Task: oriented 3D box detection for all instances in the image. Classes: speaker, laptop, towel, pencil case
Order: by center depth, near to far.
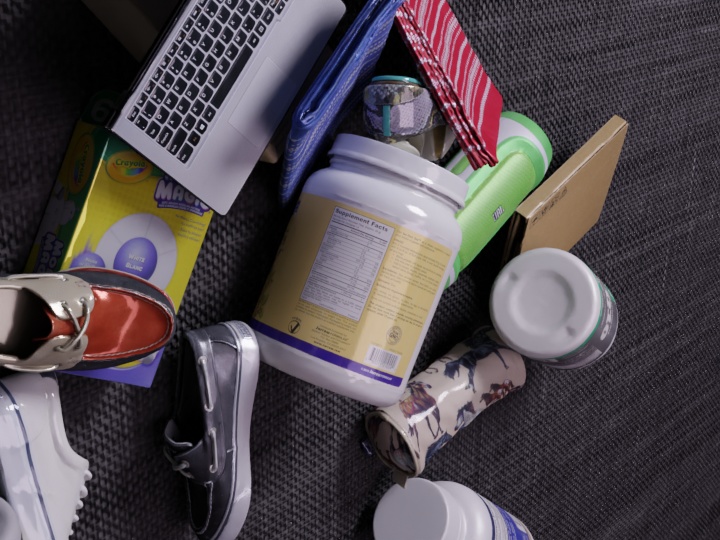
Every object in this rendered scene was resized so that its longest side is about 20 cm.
[{"bbox_3d":[-0.068,-0.145,0.695,0.200,0.116,0.188,41,76,-49],"label":"laptop"},{"bbox_3d":[-0.017,-0.133,0.848,0.145,0.024,0.200,-58,179,-15],"label":"towel"},{"bbox_3d":[0.070,-0.196,0.926,0.200,0.022,0.145,58,25,-26],"label":"towel"},{"bbox_3d":[0.103,-0.066,1.058,0.200,0.088,0.089,-48,135,-25],"label":"speaker"},{"bbox_3d":[0.092,0.136,1.133,0.200,0.078,0.090,-33,137,-36],"label":"pencil case"}]

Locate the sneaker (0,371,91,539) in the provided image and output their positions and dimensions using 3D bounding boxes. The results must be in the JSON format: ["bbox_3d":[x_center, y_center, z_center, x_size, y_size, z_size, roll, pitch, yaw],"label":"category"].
[{"bbox_3d":[-0.227,0.164,0.786,0.071,0.073,0.200,-24,122,-37],"label":"sneaker"}]

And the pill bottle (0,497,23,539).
[{"bbox_3d":[-0.274,0.261,0.741,0.114,0.114,0.200,-26,124,-40],"label":"pill bottle"}]

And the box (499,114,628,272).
[{"bbox_3d":[0.221,-0.060,1.204,0.200,0.021,0.164,-42,153,-32],"label":"box"}]

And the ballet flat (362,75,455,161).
[{"bbox_3d":[0.051,-0.130,0.955,0.200,0.072,0.072,-13,117,-68],"label":"ballet flat"}]

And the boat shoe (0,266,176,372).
[{"bbox_3d":[-0.212,0.032,0.704,0.200,0.063,0.071,6,94,-26],"label":"boat shoe"}]

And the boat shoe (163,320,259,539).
[{"bbox_3d":[-0.130,0.140,0.889,0.068,0.072,0.200,-7,115,-38],"label":"boat shoe"}]

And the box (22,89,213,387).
[{"bbox_3d":[-0.174,-0.021,0.793,0.117,0.048,0.200,18,90,-49],"label":"box"}]

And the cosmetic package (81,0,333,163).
[{"bbox_3d":[-0.109,-0.180,0.782,0.104,0.073,0.200,-58,140,-14],"label":"cosmetic package"}]

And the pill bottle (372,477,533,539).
[{"bbox_3d":[0.100,0.295,1.174,0.200,0.120,0.120,39,76,-48],"label":"pill bottle"}]

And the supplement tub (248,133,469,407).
[{"bbox_3d":[0.000,0.000,0.920,0.145,0.145,0.200,24,86,-50],"label":"supplement tub"}]

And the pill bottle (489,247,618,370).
[{"bbox_3d":[0.214,0.047,1.161,0.113,0.113,0.200,-69,158,-1],"label":"pill bottle"}]
